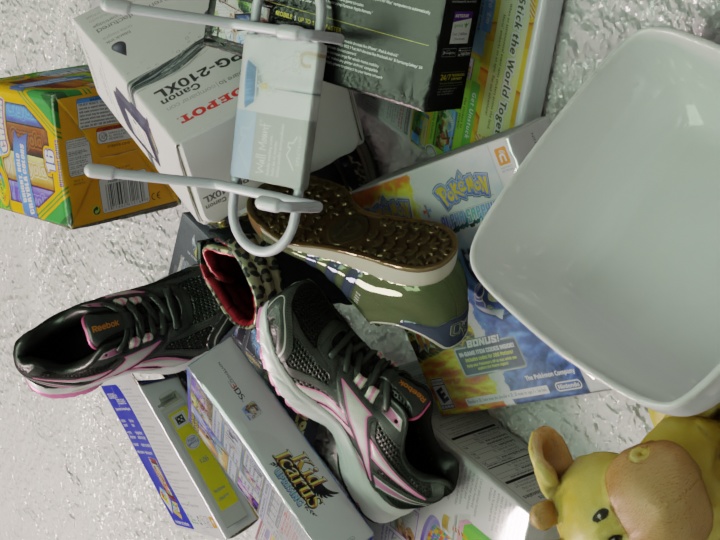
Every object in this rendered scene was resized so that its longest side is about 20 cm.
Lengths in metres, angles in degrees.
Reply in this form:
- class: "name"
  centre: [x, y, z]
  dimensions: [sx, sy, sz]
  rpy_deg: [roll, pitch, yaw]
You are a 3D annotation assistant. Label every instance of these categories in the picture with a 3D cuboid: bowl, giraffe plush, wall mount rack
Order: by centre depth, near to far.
- class: "bowl"
  centre: [0.187, -0.023, 1.034]
  dimensions: [0.200, 0.075, 0.200]
  rpy_deg: [-53, 47, 2]
- class: "giraffe plush"
  centre: [0.185, 0.129, 1.070]
  dimensions: [0.173, 0.161, 0.201]
  rpy_deg: [52, 139, 30]
- class: "wall mount rack"
  centre: [-0.097, -0.113, 1.217]
  dimensions: [0.173, 0.074, 0.202]
  rpy_deg: [12, 99, 34]

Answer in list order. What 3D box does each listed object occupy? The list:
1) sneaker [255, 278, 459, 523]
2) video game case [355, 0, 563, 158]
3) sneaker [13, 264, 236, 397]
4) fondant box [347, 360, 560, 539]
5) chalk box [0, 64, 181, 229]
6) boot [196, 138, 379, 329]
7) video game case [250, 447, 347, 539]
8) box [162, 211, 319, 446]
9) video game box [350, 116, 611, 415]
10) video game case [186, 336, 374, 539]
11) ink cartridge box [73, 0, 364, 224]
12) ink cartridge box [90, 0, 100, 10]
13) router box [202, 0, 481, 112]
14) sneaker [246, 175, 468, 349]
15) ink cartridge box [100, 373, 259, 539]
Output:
- class: "sneaker"
  centre: [0.009, 0.086, 1.274]
  dimensions: [0.086, 0.080, 0.201]
  rpy_deg: [-17, 116, 41]
- class: "video game case"
  centre: [0.068, -0.172, 1.252]
  dimensions: [0.182, 0.023, 0.201]
  rpy_deg: [38, 130, 42]
- class: "sneaker"
  centre: [-0.193, 0.052, 1.463]
  dimensions: [0.086, 0.199, 0.081]
  rpy_deg: [52, -167, -78]
- class: "fondant box"
  centre: [0.073, 0.181, 1.343]
  dimensions: [0.200, 0.058, 0.145]
  rpy_deg: [38, 130, 43]
- class: "chalk box"
  centre: [-0.273, -0.123, 1.665]
  dimensions: [0.199, 0.124, 0.125]
  rpy_deg: [16, 115, 50]
- class: "boot"
  centre: [-0.060, -0.051, 1.360]
  dimensions: [0.204, 0.153, 0.074]
  rpy_deg: [61, 144, 21]
- class: "video game case"
  centre: [-0.024, 0.255, 1.542]
  dimensions: [0.200, 0.018, 0.144]
  rpy_deg: [50, 138, 32]
- class: "box"
  centre: [-0.101, 0.062, 1.540]
  dimensions: [0.200, 0.051, 0.159]
  rpy_deg: [40, 126, 40]
- class: "video game box"
  centre: [0.091, 0.003, 1.239]
  dimensions: [0.200, 0.047, 0.183]
  rpy_deg: [-17, 96, 56]
- class: "video game case"
  centre: [-0.065, 0.156, 1.379]
  dimensions: [0.182, 0.045, 0.200]
  rpy_deg: [52, 166, 9]
- class: "ink cartridge box"
  centre: [-0.110, -0.145, 1.360]
  dimensions: [0.200, 0.144, 0.085]
  rpy_deg: [49, 161, 43]
- class: "ink cartridge box"
  centre: [-0.156, -0.251, 1.492]
  dimensions: [0.136, 0.076, 0.201]
  rpy_deg: [44, 136, 36]
- class: "router box"
  centre: [-0.010, -0.205, 1.226]
  dimensions: [0.199, 0.051, 0.150]
  rpy_deg: [21, 109, 31]
- class: "sneaker"
  centre: [0.000, 0.000, 1.251]
  dimensions: [0.200, 0.067, 0.090]
  rpy_deg: [21, 141, 44]
- class: "ink cartridge box"
  centre: [-0.179, 0.146, 1.622]
  dimensions: [0.201, 0.047, 0.198]
  rpy_deg: [63, 163, -5]
